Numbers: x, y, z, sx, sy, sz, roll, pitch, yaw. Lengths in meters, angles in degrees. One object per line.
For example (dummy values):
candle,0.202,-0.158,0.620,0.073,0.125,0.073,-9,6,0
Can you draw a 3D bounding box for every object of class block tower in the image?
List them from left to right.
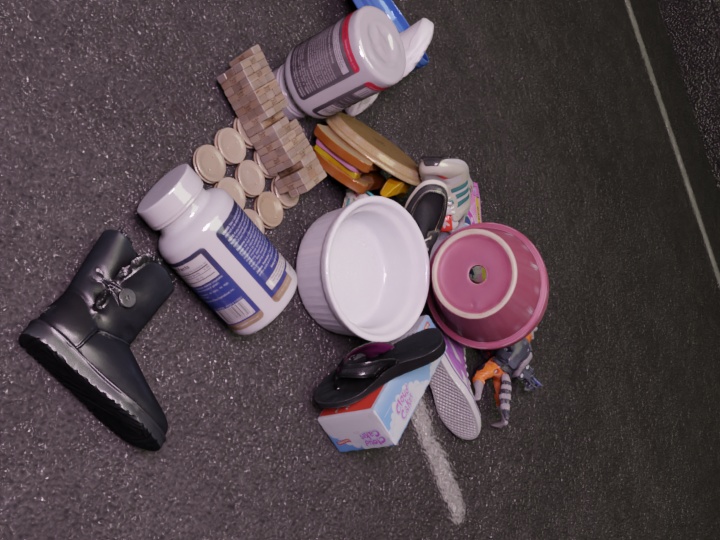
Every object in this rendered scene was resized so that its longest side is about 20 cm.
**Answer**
block tower,-0.124,-0.203,1.105,0.058,0.053,0.203,-43,111,-47

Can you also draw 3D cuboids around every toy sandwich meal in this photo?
toy sandwich meal,0.009,-0.170,1.236,0.203,0.071,0.206,33,16,-10

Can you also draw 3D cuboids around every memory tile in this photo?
memory tile,-0.144,-0.141,1.117,0.155,0.017,0.201,58,42,-20

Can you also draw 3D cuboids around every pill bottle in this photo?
pill bottle,-0.175,-0.027,0.972,0.201,0.109,0.112,51,46,-26
pill bottle,-0.040,-0.286,1.141,0.109,0.197,0.114,18,65,-44

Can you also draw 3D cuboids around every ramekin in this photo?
ramekin,0.000,0.000,1.153,0.197,0.096,0.207,3,85,-40

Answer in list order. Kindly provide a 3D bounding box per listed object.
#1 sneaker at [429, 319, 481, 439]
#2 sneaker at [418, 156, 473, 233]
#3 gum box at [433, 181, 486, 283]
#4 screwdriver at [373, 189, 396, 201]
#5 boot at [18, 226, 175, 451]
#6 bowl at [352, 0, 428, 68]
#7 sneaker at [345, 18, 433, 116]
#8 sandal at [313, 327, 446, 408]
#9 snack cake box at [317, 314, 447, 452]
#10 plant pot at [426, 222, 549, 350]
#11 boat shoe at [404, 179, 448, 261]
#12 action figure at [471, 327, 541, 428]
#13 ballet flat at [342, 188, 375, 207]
sneaker,0.165,0.174,1.338,0.114,0.071,0.204,-38,107,-51
sneaker,0.138,-0.114,1.254,0.199,0.068,0.096,32,61,-69
gum box,0.163,-0.075,1.407,0.112,0.065,0.206,14,68,-52
screwdriver,0.070,-0.082,1.349,0.029,0.028,0.202,-43,122,-15
boot,-0.250,0.073,0.879,0.201,0.076,0.170,48,50,-20
bowl,0.043,-0.423,1.344,0.201,0.039,0.202,49,19,-23
sneaker,0.025,-0.334,1.244,0.099,0.199,0.078,45,25,-17
sandal,0.020,0.122,1.087,0.049,0.197,0.076,64,-2,-28
snack cake box,0.035,0.162,1.155,0.068,0.113,0.201,55,44,-20
plant pot,0.185,0.016,1.219,0.179,0.195,0.206,27,55,-71
boat shoe,0.093,-0.048,1.229,0.070,0.203,0.069,9,41,-13
action figure,0.276,0.184,1.433,0.198,0.104,0.197,34,69,-25
ballet flat,0.041,-0.071,1.285,0.198,0.075,0.065,28,90,-36
